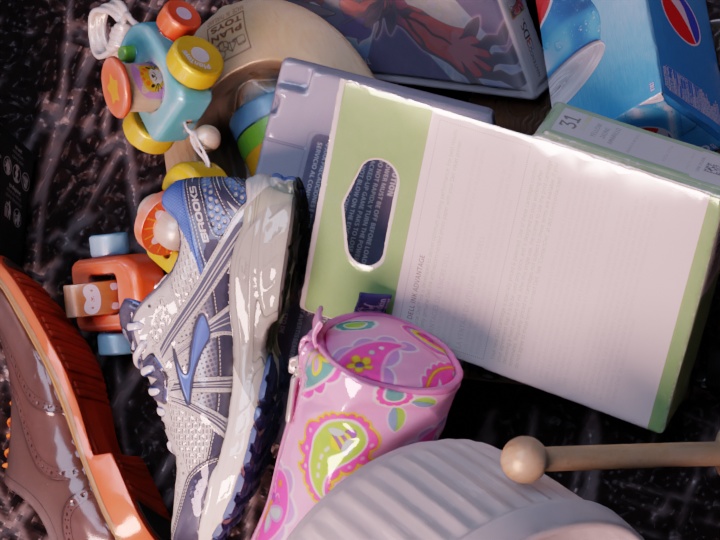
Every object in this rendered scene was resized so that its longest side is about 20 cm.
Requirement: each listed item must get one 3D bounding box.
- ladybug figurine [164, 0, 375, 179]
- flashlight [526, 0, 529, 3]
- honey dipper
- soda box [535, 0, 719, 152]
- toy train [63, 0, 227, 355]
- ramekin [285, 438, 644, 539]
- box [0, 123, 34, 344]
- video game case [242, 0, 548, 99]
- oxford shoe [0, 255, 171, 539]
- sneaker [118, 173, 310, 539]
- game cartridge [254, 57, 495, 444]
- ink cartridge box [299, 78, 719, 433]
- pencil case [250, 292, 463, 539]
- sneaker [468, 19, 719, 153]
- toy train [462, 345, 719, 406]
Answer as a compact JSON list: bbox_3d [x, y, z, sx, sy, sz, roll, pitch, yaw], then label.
[{"bbox_3d":[-0.036,-0.059,1.591,0.136,0.072,0.200,-25,69,19],"label":"ladybug figurine"},{"bbox_3d":[0.100,-0.226,1.607,0.068,0.068,0.200,-18,34,53],"label":"flashlight"},{"bbox_3d":[0.147,0.089,1.407,0.038,0.200,0.038,-5,84,51],"label":"honey dipper"},{"bbox_3d":[0.134,-0.143,1.491,0.068,0.064,0.200,-29,49,31],"label":"soda box"},{"bbox_3d":[-0.130,-0.050,1.576,0.150,0.056,0.200,2,97,50],"label":"toy train"},{"bbox_3d":[0.038,0.177,1.406,0.200,0.200,0.105,-48,52,-5],"label":"ramekin"},{"bbox_3d":[-0.311,-0.033,1.644,0.200,0.149,0.124,-4,68,18],"label":"box"},{"bbox_3d":[-0.003,-0.179,1.558,0.200,0.182,0.023,10,44,41],"label":"video game case"},{"bbox_3d":[-0.175,0.084,1.582,0.073,0.071,0.200,-31,68,11],"label":"oxford shoe"},{"bbox_3d":[-0.082,0.045,1.475,0.085,0.077,0.200,10,92,9],"label":"sneaker"},{"bbox_3d":[0.000,0.000,1.509,0.133,0.041,0.200,16,101,4],"label":"game cartridge"},{"bbox_3d":[0.079,-0.016,1.440,0.200,0.146,0.048,20,34,13],"label":"ink cartridge box"},{"bbox_3d":[-0.014,0.115,1.458,0.087,0.087,0.200,32,118,28],"label":"pencil case"},{"bbox_3d":[0.148,-0.080,1.553,0.200,0.085,0.073,-6,66,42],"label":"sneaker"},{"bbox_3d":[0.141,0.052,1.503,0.200,0.046,0.034,4,69,21],"label":"toy train"}]
